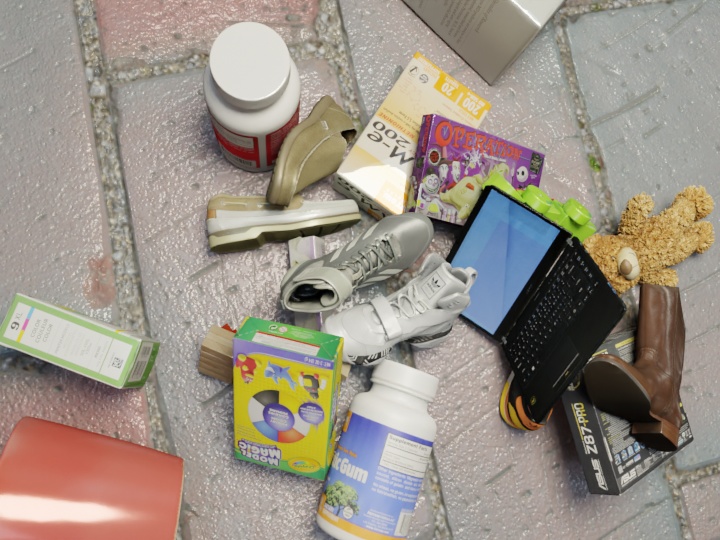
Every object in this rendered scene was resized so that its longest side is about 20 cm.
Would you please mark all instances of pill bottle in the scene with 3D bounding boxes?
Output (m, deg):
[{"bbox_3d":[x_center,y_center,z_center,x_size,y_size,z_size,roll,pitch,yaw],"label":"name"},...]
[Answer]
[{"bbox_3d":[-0.126,-0.200,0.723,0.109,0.200,0.115,1,81,-8],"label":"pill bottle"},{"bbox_3d":[0.027,0.215,0.727,0.110,0.112,0.204,18,79,-4],"label":"pill bottle"}]

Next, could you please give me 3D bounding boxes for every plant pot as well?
[{"bbox_3d":[-0.285,0.266,0.647,0.173,0.200,0.206,11,80,-16],"label":"plant pot"}]

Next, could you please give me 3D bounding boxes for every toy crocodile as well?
[{"bbox_3d":[0.234,-0.073,0.791,0.197,0.068,0.062,12,39,-33],"label":"toy crocodile"}]

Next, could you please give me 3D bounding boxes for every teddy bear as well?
[{"bbox_3d":[0.397,-0.035,0.822,0.195,0.067,0.148,-9,120,-16],"label":"teddy bear"}]

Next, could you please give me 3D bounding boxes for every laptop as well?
[{"bbox_3d":[0.179,0.035,0.712,0.101,0.180,0.202,12,35,-19],"label":"laptop"}]

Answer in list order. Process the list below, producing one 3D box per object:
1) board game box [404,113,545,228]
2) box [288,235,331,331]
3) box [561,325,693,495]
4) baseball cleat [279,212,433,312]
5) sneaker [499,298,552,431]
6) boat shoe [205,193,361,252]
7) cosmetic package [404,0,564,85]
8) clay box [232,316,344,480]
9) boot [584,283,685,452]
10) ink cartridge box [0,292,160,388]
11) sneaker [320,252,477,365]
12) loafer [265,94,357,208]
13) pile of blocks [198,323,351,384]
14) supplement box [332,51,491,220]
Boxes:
[{"bbox_3d":[0.151,-0.113,0.783,0.196,0.032,0.123,9,89,-32],"label":"board game box"},{"bbox_3d":[-0.059,0.060,0.769,0.038,0.041,0.205,-8,83,18],"label":"box"},{"bbox_3d":[0.332,0.164,0.764,0.197,0.049,0.165,-11,84,-38],"label":"box"},{"bbox_3d":[0.000,0.000,0.698,0.197,0.107,0.071,-28,107,4],"label":"baseball cleat"},{"bbox_3d":[0.234,0.104,0.781,0.068,0.090,0.205,14,80,-5],"label":"sneaker"},{"bbox_3d":[-0.097,-0.075,0.772,0.195,0.075,0.070,-9,80,-14],"label":"boat shoe"},{"bbox_3d":[0.180,-0.401,0.811,0.199,0.166,0.168,42,79,-1],"label":"cosmetic package"},{"bbox_3d":[-0.083,0.157,0.688,0.112,0.048,0.204,11,119,9],"label":"clay box"},{"bbox_3d":[0.333,0.080,0.722,0.186,0.063,0.203,45,55,-31],"label":"boot"},{"bbox_3d":[-0.342,0.074,0.703,0.196,0.104,0.061,21,79,-4],"label":"ink cartridge box"},{"bbox_3d":[0.050,0.040,0.707,0.197,0.116,0.076,-5,50,-38],"label":"sneaker"},{"bbox_3d":[-0.054,-0.146,0.755,0.066,0.076,0.202,27,50,-2],"label":"loafer"},{"bbox_3d":[-0.100,0.101,0.739,0.195,0.083,0.063,5,44,15],"label":"pile of blocks"},{"bbox_3d":[0.067,-0.163,0.807,0.125,0.074,0.202,33,79,-2],"label":"supplement box"}]
